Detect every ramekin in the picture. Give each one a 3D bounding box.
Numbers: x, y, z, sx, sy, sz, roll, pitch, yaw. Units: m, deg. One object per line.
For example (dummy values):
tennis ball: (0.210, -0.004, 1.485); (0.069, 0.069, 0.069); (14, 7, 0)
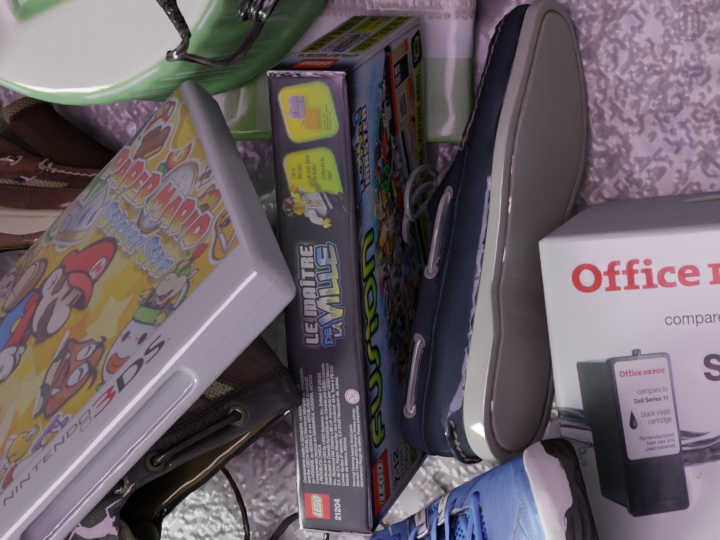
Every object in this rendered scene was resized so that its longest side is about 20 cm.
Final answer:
ramekin: (-0.111, -0.167, 0.874); (0.198, 0.098, 0.202); (6, 105, 22)

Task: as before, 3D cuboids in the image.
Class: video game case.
video game case: (-0.109, 0.026, 0.787); (0.023, 0.200, 0.182); (40, 100, -25)

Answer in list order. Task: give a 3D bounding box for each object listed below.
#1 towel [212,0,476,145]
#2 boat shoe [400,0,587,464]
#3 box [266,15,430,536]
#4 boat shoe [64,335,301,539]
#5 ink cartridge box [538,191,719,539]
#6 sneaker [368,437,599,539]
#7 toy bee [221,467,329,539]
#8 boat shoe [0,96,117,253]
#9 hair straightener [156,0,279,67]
towel: (-0.019, -0.157, 0.903); (0.148, 0.031, 0.202); (3, 101, 25)
boat shoe: (0.055, -0.018, 0.864); (0.061, 0.075, 0.202); (4, 88, 37)
box: (0.000, 0.000, 0.865); (0.034, 0.110, 0.202); (3, 109, 18)
boat shoe: (-0.108, 0.099, 0.825); (0.201, 0.072, 0.066); (-45, 73, 3)
ink cartridge box: (0.162, 0.070, 0.834); (0.145, 0.083, 0.202); (-5, 97, 25)
sneaker: (0.046, 0.131, 0.845); (0.200, 0.076, 0.076); (116, 147, -58)
toy bee: (-0.095, 0.058, 0.938); (0.108, 0.130, 0.202); (23, 122, 44)
boat shoe: (-0.157, -0.048, 0.965); (0.201, 0.075, 0.076); (-3, 89, 23)
hair straightener: (-0.015, -0.146, 0.808); (0.041, 0.201, 0.077); (11, 144, 40)
